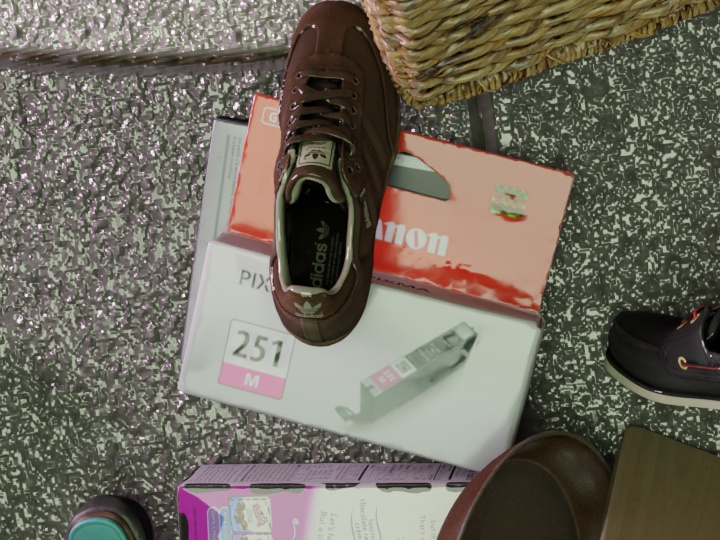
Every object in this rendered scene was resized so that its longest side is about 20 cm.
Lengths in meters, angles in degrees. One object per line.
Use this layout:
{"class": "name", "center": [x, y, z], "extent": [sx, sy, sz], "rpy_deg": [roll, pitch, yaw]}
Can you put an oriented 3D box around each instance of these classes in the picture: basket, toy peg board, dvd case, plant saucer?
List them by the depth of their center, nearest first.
{"class": "basket", "center": [0.085, -0.206, 1.105], "extent": [0.198, 0.149, 0.144], "rpy_deg": [-20, 59, 1]}
{"class": "toy peg board", "center": [0.215, 0.204, 1.106], "extent": [0.197, 0.200, 0.099], "rpy_deg": [20, 116, 5]}
{"class": "plant saucer", "center": [0.090, 0.189, 1.131], "extent": [0.034, 0.200, 0.202], "rpy_deg": [3, 101, 37]}
{"class": "dvd case", "center": [0.000, 0.000, 1.187], "extent": [0.198, 0.025, 0.152], "rpy_deg": [10, 101, 8]}

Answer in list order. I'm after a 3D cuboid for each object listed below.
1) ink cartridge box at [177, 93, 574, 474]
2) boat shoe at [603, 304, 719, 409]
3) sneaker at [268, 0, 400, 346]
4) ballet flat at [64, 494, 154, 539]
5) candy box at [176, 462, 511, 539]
{"class": "ink cartridge box", "center": [0.009, 0.008, 1.153], "extent": [0.198, 0.044, 0.175], "rpy_deg": [14, 103, 6]}
{"class": "boat shoe", "center": [0.205, 0.046, 1.089], "extent": [0.073, 0.201, 0.064], "rpy_deg": [-17, 108, -28]}
{"class": "sneaker", "center": [-0.014, -0.062, 1.111], "extent": [0.070, 0.076, 0.202], "rpy_deg": [0, 77, 3]}
{"class": "ballet flat", "center": [-0.136, 0.231, 1.220], "extent": [0.067, 0.068, 0.202], "rpy_deg": [-2, 99, 10]}
{"class": "candy box", "center": [-0.004, 0.186, 1.197], "extent": [0.198, 0.061, 0.138], "rpy_deg": [0, 99, 10]}
